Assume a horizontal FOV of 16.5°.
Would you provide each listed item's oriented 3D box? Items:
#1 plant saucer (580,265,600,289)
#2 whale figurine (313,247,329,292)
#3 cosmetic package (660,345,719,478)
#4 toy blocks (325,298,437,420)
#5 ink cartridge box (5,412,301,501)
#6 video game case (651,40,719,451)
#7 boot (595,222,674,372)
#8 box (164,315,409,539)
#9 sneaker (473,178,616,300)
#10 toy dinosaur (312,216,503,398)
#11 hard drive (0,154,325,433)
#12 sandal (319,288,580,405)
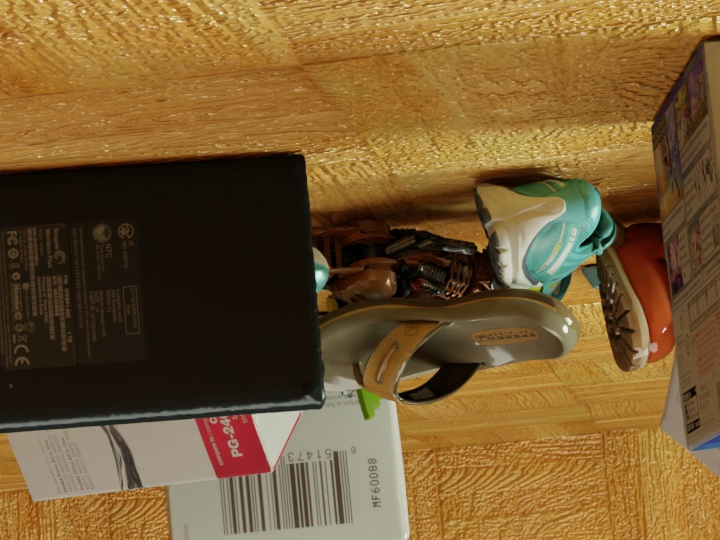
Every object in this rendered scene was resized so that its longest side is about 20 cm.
[{"bbox_3d":[0.242,0.011,1.972,0.070,0.019,0.200,-9,172,25],"label":"plant saucer"},{"bbox_3d":[-0.095,0.024,1.481,0.158,0.104,0.200,-6,157,12],"label":"whale figurine"},{"bbox_3d":[0.290,0.041,1.603,0.200,0.071,0.102,-32,146,-28],"label":"cosmetic package"},{"bbox_3d":[0.057,0.048,1.923,0.136,0.100,0.200,-15,174,-9],"label":"toy blocks"},{"bbox_3d":[-0.145,0.087,1.814,0.199,0.084,0.145,-8,-152,20],"label":"ink cartridge box"},{"bbox_3d":[0.190,-0.008,1.258,0.045,0.182,0.200,-6,172,-1],"label":"video game case"},{"bbox_3d":[0.207,0.007,1.622,0.107,0.075,0.200,-6,-163,8],"label":"boot"},{"bbox_3d":[-0.067,0.147,2.092,0.198,0.201,0.171,-5,170,-2],"label":"box"},{"bbox_3d":[0.122,-0.015,1.553,0.079,0.078,0.200,-15,171,5],"label":"sneaker"},{"bbox_3d":[0.000,0.000,1.605,0.199,0.102,0.136,27,145,-16],"label":"toy dinosaur"},{"bbox_3d":[-0.123,0.013,1.354,0.199,0.140,0.033,-4,171,-5],"label":"hard drive"},{"bbox_3d":[0.042,0.055,1.543,0.199,0.054,0.080,-8,147,30],"label":"sandal"}]
